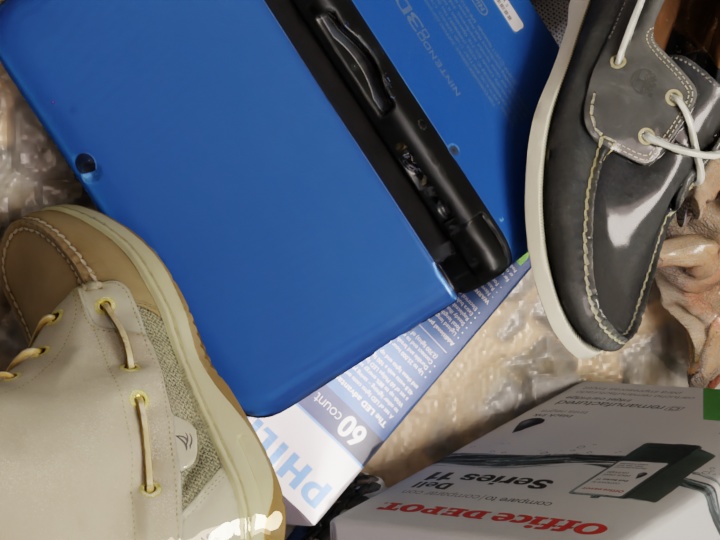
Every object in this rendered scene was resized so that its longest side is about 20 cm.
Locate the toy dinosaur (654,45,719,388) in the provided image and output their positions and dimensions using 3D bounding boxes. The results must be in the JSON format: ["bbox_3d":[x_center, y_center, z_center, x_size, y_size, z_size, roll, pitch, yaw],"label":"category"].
[{"bbox_3d":[0.170,-0.036,1.262,0.135,0.086,0.200,3,141,-33],"label":"toy dinosaur"}]

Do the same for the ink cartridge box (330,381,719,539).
[{"bbox_3d":[0.103,0.117,1.205,0.200,0.146,0.083,-25,111,-49],"label":"ink cartridge box"}]

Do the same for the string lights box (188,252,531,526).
[{"bbox_3d":[0.000,0.000,1.200,0.103,0.059,0.200,45,75,-11],"label":"string lights box"}]

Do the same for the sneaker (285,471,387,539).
[{"bbox_3d":[-0.044,0.179,1.204,0.200,0.079,0.089,-42,113,-19],"label":"sneaker"}]

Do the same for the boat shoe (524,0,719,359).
[{"bbox_3d":[0.114,-0.060,1.141,0.072,0.068,0.200,40,56,-42],"label":"boat shoe"}]

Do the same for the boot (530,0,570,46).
[{"bbox_3d":[0.076,-0.145,1.216,0.073,0.090,0.200,-33,113,-22],"label":"boot"}]

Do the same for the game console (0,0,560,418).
[{"bbox_3d":[-0.019,-0.073,1.161,0.171,0.118,0.200,-37,96,-47],"label":"game console"}]

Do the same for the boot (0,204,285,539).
[{"bbox_3d":[-0.135,0.051,1.067,0.154,0.200,0.072,-8,134,-30],"label":"boot"}]
